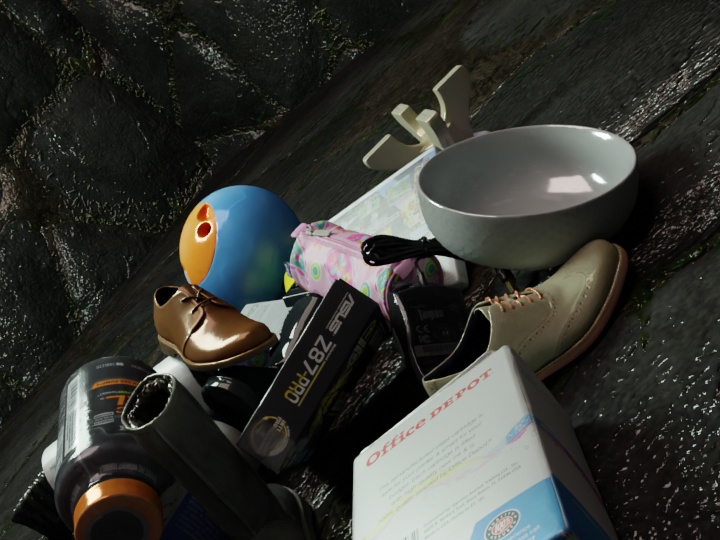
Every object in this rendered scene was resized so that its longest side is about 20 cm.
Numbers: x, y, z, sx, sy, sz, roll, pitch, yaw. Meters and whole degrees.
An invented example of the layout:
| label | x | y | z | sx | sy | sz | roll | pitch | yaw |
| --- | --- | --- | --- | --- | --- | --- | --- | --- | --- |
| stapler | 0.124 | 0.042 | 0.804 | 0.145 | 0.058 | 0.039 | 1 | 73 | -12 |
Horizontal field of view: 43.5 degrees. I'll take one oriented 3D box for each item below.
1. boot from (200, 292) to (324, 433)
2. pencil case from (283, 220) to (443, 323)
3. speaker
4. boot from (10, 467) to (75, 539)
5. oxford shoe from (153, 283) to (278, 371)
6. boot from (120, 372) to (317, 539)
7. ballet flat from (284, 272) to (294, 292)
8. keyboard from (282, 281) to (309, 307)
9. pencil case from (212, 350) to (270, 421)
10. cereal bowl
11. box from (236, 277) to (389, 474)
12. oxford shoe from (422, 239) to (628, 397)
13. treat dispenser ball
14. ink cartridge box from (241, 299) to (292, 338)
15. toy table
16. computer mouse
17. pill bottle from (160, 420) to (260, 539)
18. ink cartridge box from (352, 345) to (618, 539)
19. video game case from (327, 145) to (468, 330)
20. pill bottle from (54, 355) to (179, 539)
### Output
| label | x | y | z | sx | sy | sz | roll | pitch | yaw |
| --- | --- | --- | --- | --- | --- | --- | --- | --- | --- |
| boot | -0.082 | 0.091 | 0.936 | 0.169 | 0.076 | 0.201 | -60 | -15 | -21 |
| pencil case | 0.000 | 0.000 | 0.978 | 0.088 | 0.088 | 0.199 | -48 | 37 | -16 |
| speaker | -0.238 | 0.165 | 0.963 | 0.199 | 0.081 | 0.081 | -36 | 17 | 7 |
| boot | -0.308 | 0.298 | 0.980 | 0.079 | 0.158 | 0.211 | -44 | 16 | 5 |
| oxford shoe | -0.153 | 0.050 | 0.880 | 0.071 | 0.072 | 0.199 | -28 | 21 | -35 |
| boot | -0.123 | 0.171 | 0.770 | 0.073 | 0.200 | 0.182 | -48 | 17 | -12 |
| ballet flat | -0.044 | 0.002 | 1.271 | 0.199 | 0.066 | 0.068 | -31 | 41 | 46 |
| keyboard | -0.017 | 0.000 | 1.144 | 0.199 | 0.040 | 0.104 | -15 | 31 | 32 |
| pencil case | -0.162 | 0.160 | 1.025 | 0.086 | 0.078 | 0.202 | 1 | 63 | 50 |
| cereal bowl | 0.151 | -0.058 | 0.818 | 0.198 | 0.084 | 0.201 | -8 | 27 | 4 |
| box | -0.036 | 0.099 | 0.821 | 0.162 | 0.049 | 0.200 | -57 | -9 | -7 |
| oxford shoe | 0.131 | 0.041 | 0.703 | 0.200 | 0.074 | 0.071 | -48 | 17 | -12 |
| treat dispenser ball | -0.185 | -0.032 | 1.424 | 0.200 | 0.201 | 0.201 | -40 | 17 | 14 |
| ink cartridge box | -0.110 | 0.109 | 1.150 | 0.199 | 0.041 | 0.200 | -11 | 34 | 36 |
| toy table | 0.104 | -0.171 | 1.222 | 0.184 | 0.117 | 0.200 | -48 | 17 | -11 |
| computer mouse | 0.087 | 0.043 | 0.815 | 0.046 | 0.139 | 0.201 | 103 | 153 | -44 |
| pill bottle | -0.175 | 0.247 | 0.872 | 0.112 | 0.112 | 0.201 | -28 | 22 | 42 |
| ink cartridge box | 0.071 | 0.156 | 0.549 | 0.144 | 0.085 | 0.200 | -39 | 18 | 15 |
| video game case | 0.032 | -0.019 | 1.038 | 0.199 | 0.023 | 0.184 | -33 | 50 | 36 |
| pill bottle | -0.218 | 0.169 | 0.808 | 0.106 | 0.106 | 0.200 | -42 | 29 | 5 |
